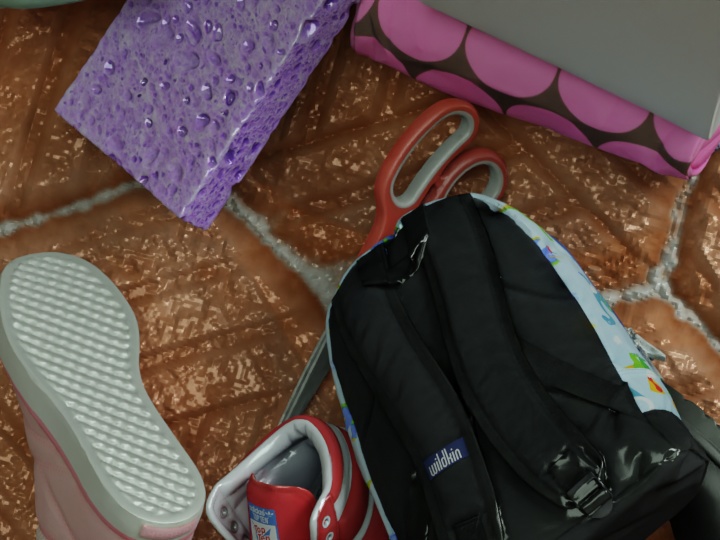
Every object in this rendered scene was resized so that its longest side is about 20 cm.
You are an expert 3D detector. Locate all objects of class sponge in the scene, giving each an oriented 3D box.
[{"bbox_3d":[-0.064,-0.131,1.454,0.112,0.030,0.200,41,101,35],"label":"sponge"}]

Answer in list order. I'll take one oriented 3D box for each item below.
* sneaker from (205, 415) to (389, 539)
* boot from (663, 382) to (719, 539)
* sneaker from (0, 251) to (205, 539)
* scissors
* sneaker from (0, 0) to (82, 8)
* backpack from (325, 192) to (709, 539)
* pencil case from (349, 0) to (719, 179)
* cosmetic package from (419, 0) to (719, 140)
[{"bbox_3d":[-0.031,0.169,1.389,0.071,0.112,0.201,1,71,31],"label":"sneaker"},{"bbox_3d":[0.158,0.174,1.397,0.158,0.079,0.211,-38,79,-1],"label":"boot"},{"bbox_3d":[-0.143,0.089,1.446,0.075,0.105,0.200,-6,46,-28],"label":"sneaker"},{"bbox_3d":[0.000,0.000,1.455,0.200,0.073,0.014,-48,41,-1],"label":"scissors"},{"bbox_3d":[-0.137,-0.233,1.445,0.118,0.074,0.201,1,91,14],"label":"sneaker"},{"bbox_3d":[0.065,0.061,1.377,0.163,0.154,0.200,-40,67,15],"label":"backpack"},{"bbox_3d":[0.099,-0.118,1.449,0.199,0.091,0.094,23,65,11],"label":"pencil case"},{"bbox_3d":[0.142,-0.207,1.341,0.167,0.166,0.200,26,72,10],"label":"cosmetic package"}]
